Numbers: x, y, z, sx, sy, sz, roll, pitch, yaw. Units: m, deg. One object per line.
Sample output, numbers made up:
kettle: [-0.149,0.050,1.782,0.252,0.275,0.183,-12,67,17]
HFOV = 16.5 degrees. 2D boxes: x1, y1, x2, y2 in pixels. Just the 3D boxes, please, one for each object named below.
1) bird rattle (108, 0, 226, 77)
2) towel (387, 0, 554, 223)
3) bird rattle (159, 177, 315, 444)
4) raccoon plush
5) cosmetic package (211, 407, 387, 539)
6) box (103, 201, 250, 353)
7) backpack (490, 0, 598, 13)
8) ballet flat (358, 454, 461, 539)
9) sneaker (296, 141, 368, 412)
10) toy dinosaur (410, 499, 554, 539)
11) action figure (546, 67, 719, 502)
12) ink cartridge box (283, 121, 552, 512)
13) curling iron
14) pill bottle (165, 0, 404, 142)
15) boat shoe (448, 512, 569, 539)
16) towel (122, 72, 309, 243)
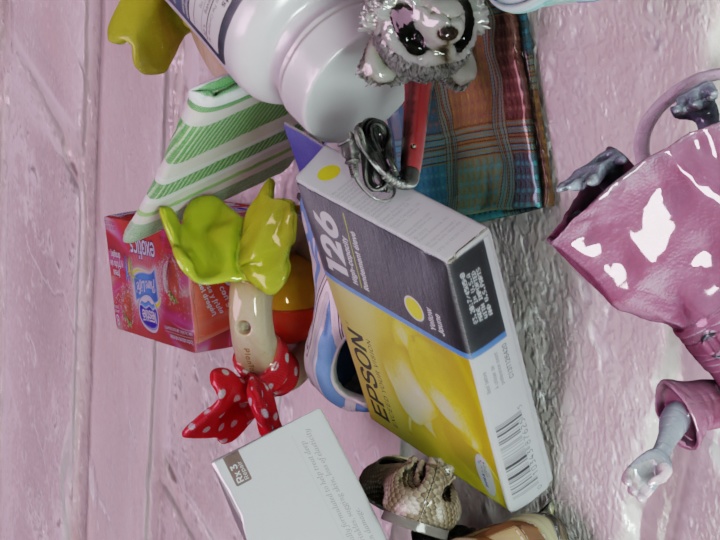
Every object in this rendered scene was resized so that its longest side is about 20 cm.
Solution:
bird rattle: [-0.090,-0.207,1.790,0.163,0.112,0.200,58,142,16]
towel: [0.060,-0.101,1.538,0.200,0.022,0.148,173,87,-68]
bird rattle: [-0.058,0.032,1.744,0.112,0.163,0.201,-7,102,27]
raccoon plush: [0.041,-0.193,1.479,0.200,0.096,0.135,-79,-5,-62]
cosmetic package: [-0.035,0.162,1.590,0.113,0.081,0.200,63,174,6]
box: [-0.119,0.002,1.908,0.200,0.099,0.096,-170,72,-66]
backpack: [0.093,-0.233,1.254,0.177,0.150,0.201,-29,77,65]
ballet flat: [0.035,0.134,1.559,0.200,0.067,0.047,138,149,-89]
sneaker: [0.000,0.000,1.670,0.072,0.072,0.201,23,121,45]
toy dinosaur: [0.073,0.199,1.595,0.200,0.047,0.089,159,108,-64]
action figure: [0.173,0.021,1.205,0.201,0.134,0.149,58,-161,-10]
ink cartridge box: [0.023,0.027,1.521,0.200,0.047,0.198,27,145,45]
curling iron: [0.029,-0.127,1.483,0.026,0.049,0.201,-33,34,49]
pill bottle: [-0.052,-0.177,1.580,0.200,0.119,0.120,49,144,32]
boat shoe: [0.050,0.200,1.527,0.200,0.074,0.076,-39,65,49]
towel: [-0.082,-0.097,1.720,0.023,0.152,0.200,56,151,12]
